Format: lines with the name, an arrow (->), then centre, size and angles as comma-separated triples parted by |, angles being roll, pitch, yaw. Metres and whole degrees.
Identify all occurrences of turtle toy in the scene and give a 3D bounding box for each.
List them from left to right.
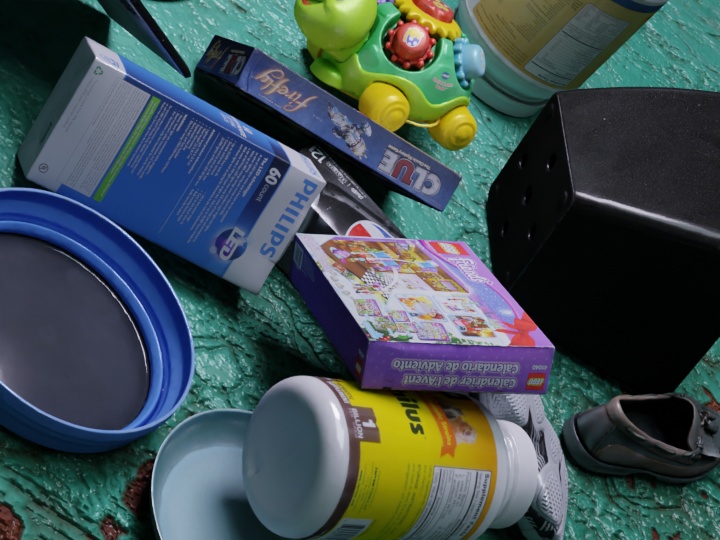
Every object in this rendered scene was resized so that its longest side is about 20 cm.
turtle toy -> 0.023, -0.187, 1.885 | 0.199, 0.101, 0.146 | 13, 26, -38

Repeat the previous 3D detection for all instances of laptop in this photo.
laptop -> -0.250, -0.208, 1.660 | 0.200, 0.116, 0.187 | 54, -7, -31

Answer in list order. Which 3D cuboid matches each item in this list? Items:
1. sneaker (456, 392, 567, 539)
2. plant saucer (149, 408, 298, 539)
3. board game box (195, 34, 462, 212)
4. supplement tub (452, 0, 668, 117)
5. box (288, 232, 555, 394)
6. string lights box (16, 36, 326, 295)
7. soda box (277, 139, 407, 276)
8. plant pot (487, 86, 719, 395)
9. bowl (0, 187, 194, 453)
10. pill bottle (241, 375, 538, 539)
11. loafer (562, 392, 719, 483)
sneaker -> 0.084, 0.135, 1.694 | 0.075, 0.114, 0.201 | -73, 147, -50
plant saucer -> -0.064, 0.186, 1.532 | 0.200, 0.027, 0.201 | 26, 41, -25
board game box -> -0.027, -0.118, 1.793 | 0.199, 0.035, 0.135 | 31, 0, -19
supplement tub -> 0.181, -0.249, 2.051 | 0.144, 0.200, 0.145 | 26, 41, -25
box -> 0.039, 0.029, 1.598 | 0.136, 0.039, 0.200 | 3, 21, -18
string lights box -> -0.137, -0.074, 1.635 | 0.199, 0.103, 0.059 | 28, 12, -24
soda box -> 0.000, 0.000, 1.738 | 0.200, 0.071, 0.063 | 47, 40, 2
plant pot -> 0.218, -0.039, 1.909 | 0.177, 0.200, 0.201 | 15, 45, -20
bowl -> -0.206, 0.035, 1.523 | 0.200, 0.039, 0.201 | 27, 39, -25
pill bottle -> 0.025, 0.134, 1.551 | 0.199, 0.109, 0.110 | 9, 49, -39
loafer -> 0.255, 0.134, 1.872 | 0.199, 0.063, 0.072 | 2, 54, -44
